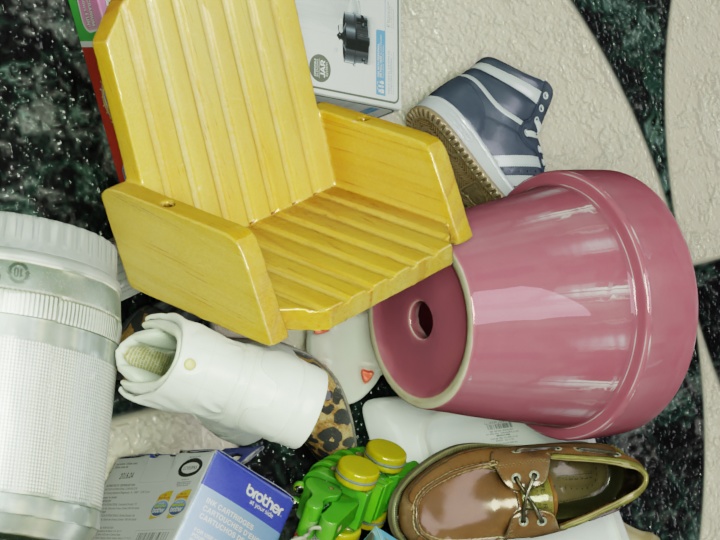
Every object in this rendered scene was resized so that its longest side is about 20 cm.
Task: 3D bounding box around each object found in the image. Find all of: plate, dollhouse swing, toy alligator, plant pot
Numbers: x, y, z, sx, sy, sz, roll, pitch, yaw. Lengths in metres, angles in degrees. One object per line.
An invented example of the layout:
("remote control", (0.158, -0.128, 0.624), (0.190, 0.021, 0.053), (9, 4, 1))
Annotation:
("plate", (0.116, 0.174, 1.343), (0.198, 0.032, 0.201), (-2, 59, -27))
("dollhouse swing", (-0.048, -0.088, 1.140), (0.199, 0.181, 0.177), (-26, 125, -43))
("toy alligator", (-0.022, 0.156, 1.228), (0.200, 0.054, 0.060), (-22, 134, -59))
("plant pot", (0.112, 0.028, 1.287), (0.178, 0.199, 0.202), (-4, 84, -35))

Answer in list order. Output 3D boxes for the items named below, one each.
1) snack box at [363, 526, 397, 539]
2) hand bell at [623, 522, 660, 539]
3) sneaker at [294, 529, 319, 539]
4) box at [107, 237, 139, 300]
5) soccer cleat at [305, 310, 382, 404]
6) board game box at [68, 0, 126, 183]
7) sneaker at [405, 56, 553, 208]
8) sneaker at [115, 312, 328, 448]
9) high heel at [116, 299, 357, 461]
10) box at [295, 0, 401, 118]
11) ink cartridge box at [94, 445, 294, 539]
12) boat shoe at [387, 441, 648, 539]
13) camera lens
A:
("snack box", (-0.004, 0.286, 1.239), (0.116, 0.037, 0.200), (34, 101, -21))
("hand bell", (0.140, 0.160, 1.426), (0.104, 0.104, 0.201), (-33, 89, -35))
("sneaker", (0.009, 0.256, 1.306), (0.077, 0.085, 0.201), (-27, 120, -5))
("box", (-0.104, -0.032, 1.260), (0.199, 0.039, 0.042), (-26, 102, -22))
("soccer cleat", (0.000, 0.000, 1.349), (0.069, 0.078, 0.202), (6, 92, 2))
("board game box", (-0.125, -0.159, 1.297), (0.152, 0.040, 0.201), (-18, 93, -37))
("sneaker", (0.131, -0.079, 1.453), (0.108, 0.070, 0.200), (-44, 105, -31))
("sneaker", (-0.101, 0.062, 1.132), (0.115, 0.200, 0.074), (22, 80, -16))
("high heel", (-0.090, 0.098, 1.275), (0.142, 0.071, 0.201), (-34, 106, -22))
("box", (-0.066, -0.177, 1.280), (0.199, 0.060, 0.118), (9, 77, -35))
("ink cartridge box", (-0.129, 0.195, 1.174), (0.076, 0.136, 0.201), (35, 64, -28))
("boat shoe", (0.115, 0.155, 1.275), (0.199, 0.068, 0.073), (-11, 94, -31))
("camera lens", (-0.232, 0.077, 1.104), (0.159, 0.160, 0.202), (13, 75, -34))
